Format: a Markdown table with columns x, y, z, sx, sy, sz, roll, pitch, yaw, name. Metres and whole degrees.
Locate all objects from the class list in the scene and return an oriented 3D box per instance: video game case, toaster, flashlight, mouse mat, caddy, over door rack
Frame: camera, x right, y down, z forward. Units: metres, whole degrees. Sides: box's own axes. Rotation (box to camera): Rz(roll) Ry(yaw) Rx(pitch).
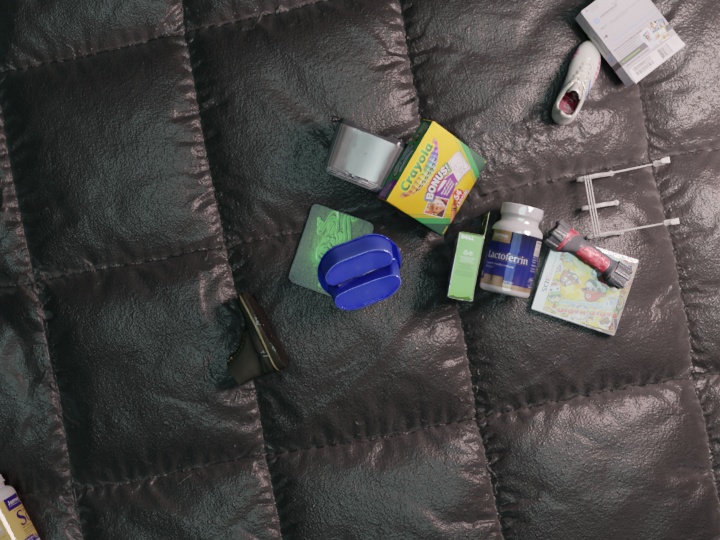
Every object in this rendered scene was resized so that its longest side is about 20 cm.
| x | y | z | sx | sy | sz | roll | pitch | yaw | name |
| --- | --- | --- | --- | --- | --- | --- | --- | --- | --- |
| 0.511 | 0.032 | 1.631 | 0.199 | 0.023 | 0.183 | 18 | 93 | 4 | video game case |
| 0.001 | -0.260 | 1.621 | 0.199 | 0.114 | 0.130 | 22 | 96 | 1 | toaster |
| 0.506 | -0.031 | 1.585 | 0.200 | 0.068 | 0.068 | 37 | 93 | 4 | flashlight |
| -0.070 | -0.042 | 1.686 | 0.160 | 0.008 | 0.201 | 19 | 92 | 4 | mouse mat |
| 0.000 | 0.000 | 1.630 | 0.199 | 0.105 | 0.142 | -20 | 115 | 1 | caddy |
| 0.595 | -0.156 | 1.588 | 0.199 | 0.067 | 0.149 | -10 | 91 | 26 | over door rack |

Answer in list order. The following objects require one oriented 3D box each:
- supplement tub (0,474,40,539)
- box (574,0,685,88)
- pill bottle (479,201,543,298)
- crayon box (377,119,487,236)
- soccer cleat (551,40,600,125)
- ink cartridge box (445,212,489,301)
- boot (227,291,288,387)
| x | y | z | sx | sy | sz | roll | pitch | yaw | name |
| --- | --- | --- | --- | --- | --- | --- | --- | --- | --- |
| -0.874 | 0.608 | 1.703 | 0.145 | 0.145 | 0.201 | -28 | 89 | 5 | supplement tub |
| 0.598 | -0.530 | 1.583 | 0.156 | 0.041 | 0.200 | -37 | 90 | -9 | box |
| 0.342 | -0.046 | 1.597 | 0.115 | 0.116 | 0.202 | 12 | 92 | 4 | pill bottle |
| 0.162 | -0.206 | 1.596 | 0.172 | 0.058 | 0.201 | 28 | 94 | -29 | crayon box |
| 0.489 | -0.419 | 1.588 | 0.069 | 0.086 | 0.201 | 22 | 93 | 4 | soccer cleat |
| 0.239 | -0.036 | 1.611 | 0.059 | 0.104 | 0.202 | 11 | 93 | 4 | ink cartridge box |
| -0.277 | 0.166 | 1.679 | 0.138 | 0.077 | 0.201 | -27 | 88 | 10 | boot |
